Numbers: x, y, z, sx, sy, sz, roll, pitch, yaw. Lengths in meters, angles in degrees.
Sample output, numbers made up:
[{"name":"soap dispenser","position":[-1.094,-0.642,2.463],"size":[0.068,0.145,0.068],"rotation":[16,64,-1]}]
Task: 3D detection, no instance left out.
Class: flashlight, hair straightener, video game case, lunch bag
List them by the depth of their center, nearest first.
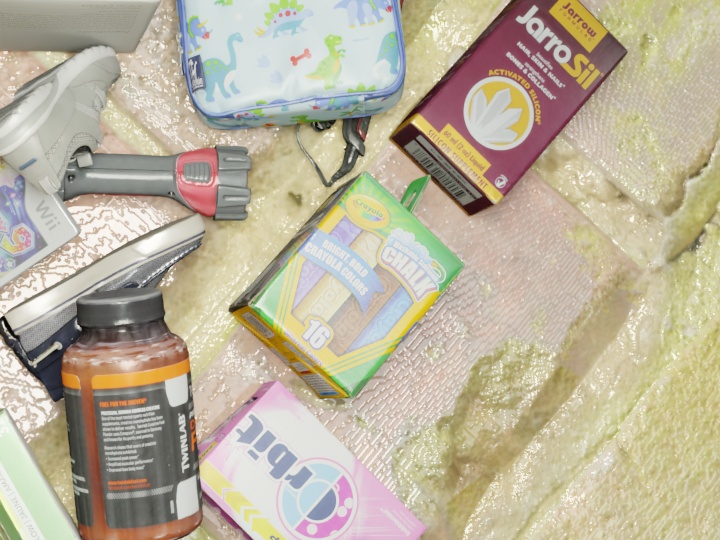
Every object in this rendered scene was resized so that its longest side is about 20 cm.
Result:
[{"name":"video game case","position":[-0.355,-0.036,1.336],"size":[0.199,0.018,0.144],"rotation":[-33,93,6]},{"name":"flashlight","position":[-0.197,-0.079,1.393],"size":[0.199,0.068,0.068],"rotation":[1,119,-10]},{"name":"lunch bag","position":[-0.063,-0.213,1.408],"size":[0.199,0.082,0.162],"rotation":[-6,82,0]},{"name":"hair straightener","position":[-0.017,-0.177,1.464],"size":[0.076,0.041,0.201],"rotation":[13,87,2]}]

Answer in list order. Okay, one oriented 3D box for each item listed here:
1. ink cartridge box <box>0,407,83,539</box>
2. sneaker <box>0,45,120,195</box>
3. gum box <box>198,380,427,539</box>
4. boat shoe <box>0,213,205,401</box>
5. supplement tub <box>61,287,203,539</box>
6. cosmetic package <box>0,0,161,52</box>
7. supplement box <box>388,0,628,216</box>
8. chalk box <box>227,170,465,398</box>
[{"name":"ink cartridge box","position":[-0.270,0.184,1.278],"size":[0.048,0.200,0.146],"rotation":[-30,92,-12]},{"name":"sneaker","position":[-0.250,-0.125,1.339],"size":[0.074,0.200,0.082],"rotation":[-23,109,27]},{"name":"gum box","position":[-0.054,0.199,1.398],"size":[0.200,0.066,0.114],"rotation":[45,75,-6]},{"name":"boat shoe","position":[-0.207,0.034,1.373],"size":[0.199,0.075,0.093],"rotation":[-29,98,0]},{"name":"supplement tub","position":[-0.188,0.118,1.302],"size":[0.106,0.107,0.201],"rotation":[-6,98,-14]},{"name":"cosmetic package","position":[-0.258,-0.282,1.322],"size":[0.165,0.200,0.169],"rotation":[-1,85,-15]},{"name":"supplement box","position":[0.136,-0.162,1.469],"size":[0.110,0.086,0.200],"rotation":[43,77,-6]},{"name":"chalk box","position":[0.000,0.000,1.401],"size":[0.124,0.124,0.200],"rotation":[43,78,-6]}]
